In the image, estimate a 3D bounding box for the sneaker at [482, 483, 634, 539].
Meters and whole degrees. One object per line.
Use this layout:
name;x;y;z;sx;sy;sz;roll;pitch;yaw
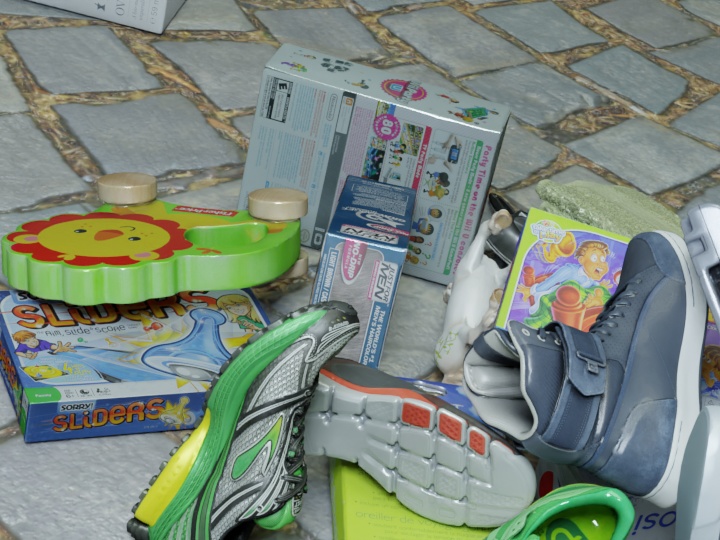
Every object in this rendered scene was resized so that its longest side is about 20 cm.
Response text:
sneaker;0.081;0.187;0.984;0.200;0.084;0.074;-40;82;-21

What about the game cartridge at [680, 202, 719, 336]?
game cartridge;0.254;0.061;1.051;0.040;0.201;0.133;-21;-14;11

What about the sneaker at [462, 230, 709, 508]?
sneaker;0.142;0.038;1.072;0.146;0.077;0.203;19;50;-13

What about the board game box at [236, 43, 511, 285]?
board game box;0.009;-0.086;1.399;0.199;0.148;0.064;17;28;6

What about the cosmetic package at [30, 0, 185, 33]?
cosmetic package;-0.268;-0.373;1.711;0.199;0.200;0.123;15;30;3

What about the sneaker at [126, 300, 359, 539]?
sneaker;-0.055;0.105;1.028;0.085;0.200;0.078;36;13;17

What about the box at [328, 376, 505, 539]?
box;0.041;0.147;1.120;0.122;0.048;0.200;9;31;-8

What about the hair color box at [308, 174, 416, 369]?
hair color box;0.000;0.000;1.251;0.060;0.100;0.200;13;15;0

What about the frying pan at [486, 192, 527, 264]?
frying pan;0.160;-0.024;1.461;0.115;0.031;0.190;31;20;-2

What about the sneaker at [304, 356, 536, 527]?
sneaker;0.028;0.095;1.086;0.200;0.077;0.082;23;26;17

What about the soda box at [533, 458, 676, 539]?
soda box;0.218;0.147;1.169;0.199;0.068;0.063;-3;37;-25

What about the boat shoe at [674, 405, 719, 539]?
boat shoe;0.233;0.177;0.993;0.091;0.201;0.071;3;15;3

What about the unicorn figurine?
unicorn figurine;0.096;0.023;1.291;0.074;0.137;0.200;36;47;-1

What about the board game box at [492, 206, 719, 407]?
board game box;0.193;0.046;1.170;0.199;0.045;0.135;18;50;3

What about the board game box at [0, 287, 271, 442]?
board game box;-0.155;0.061;1.200;0.199;0.035;0.135;-3;34;-26

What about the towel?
towel;0.257;-0.022;1.467;0.148;0.037;0.200;-4;36;-48

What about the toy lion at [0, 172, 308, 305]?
toy lion;-0.154;-0.015;1.243;0.199;0.069;0.192;6;18;13
